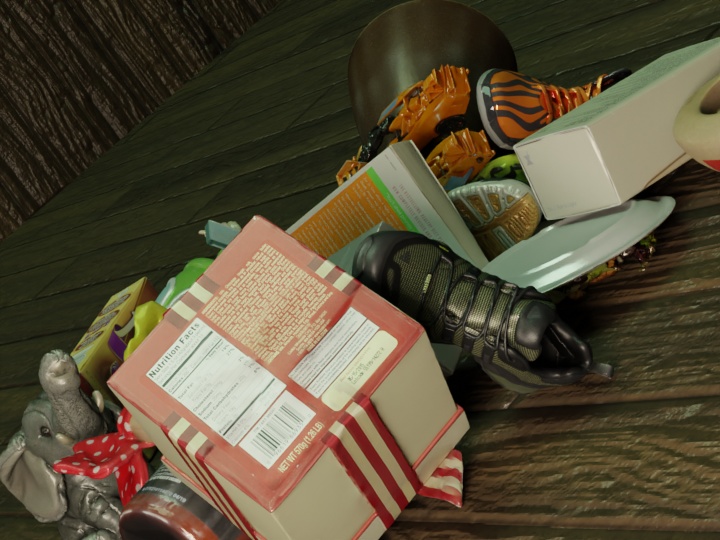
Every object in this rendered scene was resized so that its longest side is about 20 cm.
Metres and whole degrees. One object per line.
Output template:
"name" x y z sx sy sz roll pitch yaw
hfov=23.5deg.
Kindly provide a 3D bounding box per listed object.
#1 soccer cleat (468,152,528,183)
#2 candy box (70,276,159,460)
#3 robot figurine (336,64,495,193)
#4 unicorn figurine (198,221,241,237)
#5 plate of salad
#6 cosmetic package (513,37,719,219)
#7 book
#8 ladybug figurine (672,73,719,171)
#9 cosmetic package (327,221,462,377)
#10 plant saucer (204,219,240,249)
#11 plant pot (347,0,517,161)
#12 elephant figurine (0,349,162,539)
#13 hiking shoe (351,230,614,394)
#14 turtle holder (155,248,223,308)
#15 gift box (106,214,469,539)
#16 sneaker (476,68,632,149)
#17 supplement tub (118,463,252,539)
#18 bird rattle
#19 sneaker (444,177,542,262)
"soccer cleat" 0.141 -0.085 1.635 0.199 0.065 0.084 -16 20 50
"candy box" -0.237 0.106 1.779 0.056 0.117 0.200 -28 18 24
"robot figurine" 0.044 -0.099 1.643 0.058 0.146 0.200 6 -34 -36
"unicorn figurine" -0.064 0.013 1.693 0.137 0.199 0.074 -35 35 64
"plate of salad" 0.165 -0.003 1.384 0.199 0.048 0.200 -27 8 4
"cosmetic package" 0.238 -0.122 1.452 0.199 0.074 0.103 -32 11 -29
"book" 0.000 0.000 1.506 0.200 0.134 0.048 -37 -7 27
"ladybug figurine" 0.331 -0.124 1.332 0.136 0.072 0.199 -47 19 -31
"cosmetic package" 0.005 0.043 1.382 0.200 0.106 0.091 -38 25 61
"plant saucer" -0.051 -0.004 1.602 0.070 0.198 0.019 155 133 -81
"plant pot" 0.075 -0.151 1.800 0.186 0.187 0.201 -29 30 22
"elephant figurine" -0.245 0.155 1.506 0.154 0.201 0.142 -31 17 16
"hiking shoe" 0.087 0.024 1.208 0.100 0.199 0.076 -8 60 55
"turtle holder" -0.153 0.068 1.670 0.132 0.141 0.185 -44 19 -24
"gift box" -0.038 0.111 1.188 0.185 0.187 0.200 -44 62 -12
"sneaker" 0.190 -0.156 1.585 0.111 0.078 0.199 -14 -7 32
"supplement tub" -0.090 0.159 1.349 0.107 0.107 0.200 -16 25 50
"bird rattle" -0.157 0.089 1.386 0.163 0.113 0.200 -43 6 41
"sneaker" 0.106 -0.047 1.539 0.088 0.076 0.200 -40 5 -34
